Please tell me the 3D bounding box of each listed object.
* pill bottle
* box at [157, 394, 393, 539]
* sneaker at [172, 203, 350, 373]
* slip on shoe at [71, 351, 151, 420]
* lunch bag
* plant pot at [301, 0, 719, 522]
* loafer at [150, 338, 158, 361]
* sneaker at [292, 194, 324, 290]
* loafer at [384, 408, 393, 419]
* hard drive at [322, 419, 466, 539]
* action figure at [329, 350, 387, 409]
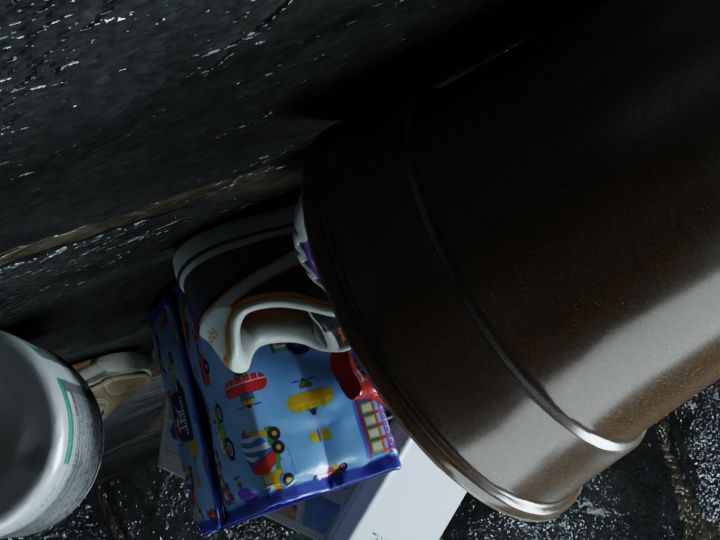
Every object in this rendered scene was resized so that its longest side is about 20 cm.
[{"bbox_3d":[-0.205,0.095,0.997,0.112,0.114,0.200,-21,173,-2],"label":"pill bottle"},{"bbox_3d":[-0.049,0.123,1.366,0.199,0.113,0.101,18,-162,33],"label":"box"},{"bbox_3d":[0.003,-0.005,0.960,0.199,0.080,0.079,-22,155,-1],"label":"sneaker"},{"bbox_3d":[-0.213,0.102,1.277,0.076,0.061,0.200,-24,173,22],"label":"slip on shoe"},{"bbox_3d":[-0.075,0.077,1.101,0.093,0.152,0.200,-13,171,-28],"label":"lunch bag"},{"bbox_3d":[0.112,-0.028,0.754,0.198,0.201,0.200,-34,169,24],"label":"plant pot"},{"bbox_3d":[-0.050,0.034,1.197,0.199,0.071,0.073,-23,173,16],"label":"loafer"},{"bbox_3d":[0.042,0.016,0.889,0.080,0.200,0.088,-45,-139,-11],"label":"sneaker"},{"bbox_3d":[0.021,0.074,1.138,0.199,0.071,0.073,-29,-153,29],"label":"loafer"},{"bbox_3d":[0.037,0.161,1.286,0.201,0.026,0.132,-60,150,-4],"label":"hard drive"},{"bbox_3d":[0.059,0.066,1.054,0.065,0.052,0.200,-32,150,21],"label":"action figure"}]
